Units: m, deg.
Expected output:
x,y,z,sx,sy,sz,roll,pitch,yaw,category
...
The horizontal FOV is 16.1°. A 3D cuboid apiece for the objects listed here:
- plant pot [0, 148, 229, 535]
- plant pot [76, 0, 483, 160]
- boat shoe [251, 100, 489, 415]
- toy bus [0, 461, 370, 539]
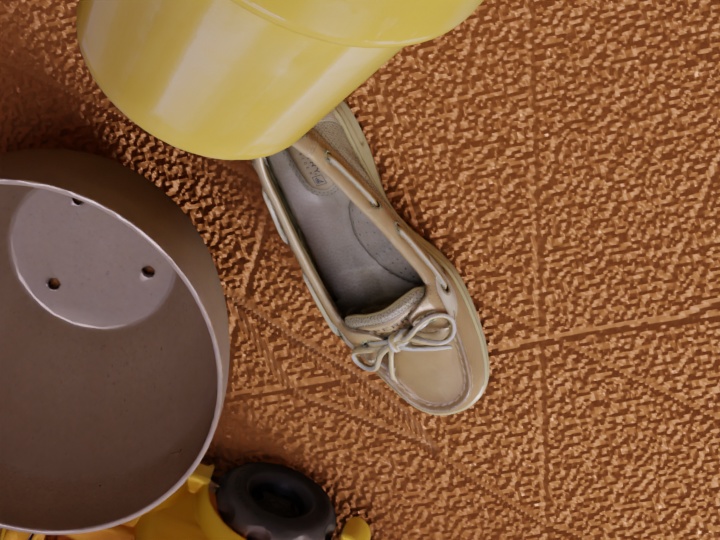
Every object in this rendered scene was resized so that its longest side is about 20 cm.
x,y,z,sx,sy,sz,roll,pitch,yaw,category
-0.154,0.017,1.318,0.200,0.134,0.200,5,117,9,plant pot
-0.039,-0.158,1.189,0.201,0.201,0.189,31,134,-5,plant pot
0.002,-0.002,1.319,0.073,0.063,0.201,-20,111,19,boat shoe
-0.114,0.189,1.366,0.200,0.192,0.136,22,120,1,toy bus
